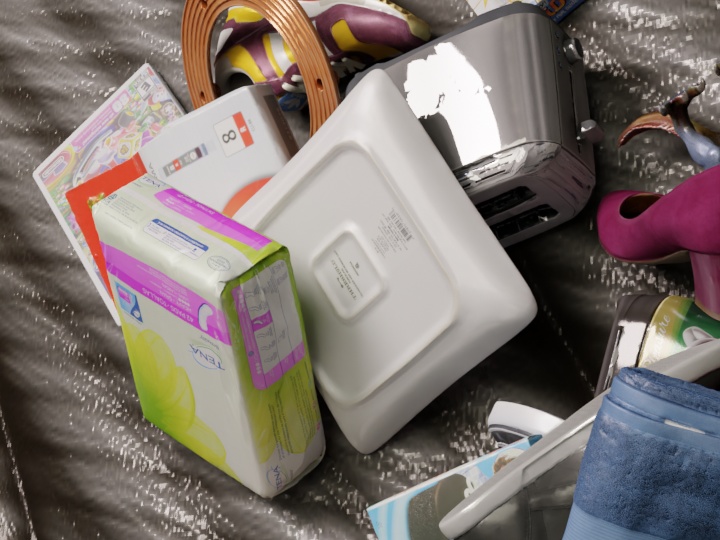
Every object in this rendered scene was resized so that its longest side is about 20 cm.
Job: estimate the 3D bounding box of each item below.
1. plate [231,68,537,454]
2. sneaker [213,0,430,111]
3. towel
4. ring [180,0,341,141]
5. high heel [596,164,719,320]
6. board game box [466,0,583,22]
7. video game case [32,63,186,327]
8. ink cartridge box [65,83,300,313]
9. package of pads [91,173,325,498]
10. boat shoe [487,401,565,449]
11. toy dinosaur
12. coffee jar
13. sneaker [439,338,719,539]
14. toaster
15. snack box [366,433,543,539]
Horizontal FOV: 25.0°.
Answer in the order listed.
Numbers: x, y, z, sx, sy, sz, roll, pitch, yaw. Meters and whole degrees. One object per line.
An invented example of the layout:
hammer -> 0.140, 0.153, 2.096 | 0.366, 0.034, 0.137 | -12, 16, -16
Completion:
plate -> 0.000, 0.000, 1.101 | 0.200, 0.032, 0.200 | -43, 73, 38
sneaker -> -0.031, -0.165, 1.271 | 0.199, 0.075, 0.091 | 8, 81, 41
towel -> 0.158, 0.157, 0.852 | 0.111, 0.049, 0.201 | 15, 103, 5
ring -> -0.073, -0.139, 1.232 | 0.019, 0.202, 0.200 | -25, 42, -33
high heel -> 0.199, -0.045, 1.013 | 0.067, 0.097, 0.200 | -11, 21, -16
board game box -> 0.116, -0.274, 1.245 | 0.135, 0.034, 0.200 | -39, 53, 11
video game case -> -0.184, -0.064, 1.346 | 0.143, 0.018, 0.200 | -42, 53, 8
ink cartridge box -> -0.124, -0.028, 1.222 | 0.199, 0.050, 0.163 | -25, 90, 19
package of pads -> -0.102, 0.048, 1.136 | 0.068, 0.201, 0.154 | -35, 44, -30
boat shoe -> 0.152, 0.147, 1.008 | 0.199, 0.072, 0.068 | 28, 83, 31
toy dinosaur -> 0.276, -0.056, 1.014 | 0.105, 0.200, 0.182 | -36, 91, -10
coffee jar -> 0.237, 0.076, 0.973 | 0.199, 0.085, 0.105 | 12, 82, 35
sneaker -> 0.152, 0.125, 0.926 | 0.200, 0.071, 0.099 | -36, 87, -4
toaster -> 0.072, -0.087, 1.138 | 0.199, 0.114, 0.130 | -21, 60, 24
snack box -> 0.095, 0.213, 0.980 | 0.116, 0.037, 0.201 | -27, 81, 19
